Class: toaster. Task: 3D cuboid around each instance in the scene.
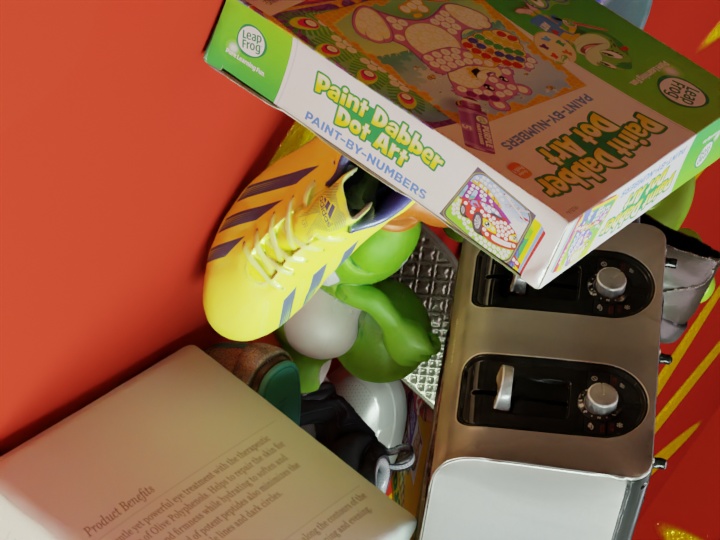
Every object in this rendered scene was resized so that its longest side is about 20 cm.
[{"bbox_3d":[0.098,0.091,1.366,0.200,0.118,0.181,98,2,-49],"label":"toaster"}]

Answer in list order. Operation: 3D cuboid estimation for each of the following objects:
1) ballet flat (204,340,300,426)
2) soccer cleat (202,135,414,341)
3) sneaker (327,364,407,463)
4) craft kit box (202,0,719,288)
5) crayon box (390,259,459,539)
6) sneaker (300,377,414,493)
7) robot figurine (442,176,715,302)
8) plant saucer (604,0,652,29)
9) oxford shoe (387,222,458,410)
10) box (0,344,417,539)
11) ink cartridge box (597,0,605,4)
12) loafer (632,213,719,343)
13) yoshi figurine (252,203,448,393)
[{"bbox_3d":[-0.068,0.130,1.451,0.068,0.067,0.201,-25,123,-51],"label":"ballet flat"},{"bbox_3d":[-0.019,-0.032,1.276,0.200,0.065,0.084,-45,-168,24],"label":"soccer cleat"},{"bbox_3d":[-0.046,0.151,1.641,0.200,0.074,0.116,-59,166,26],"label":"sneaker"},{"bbox_3d":[0.060,-0.091,1.196,0.200,0.197,0.049,-33,155,-52],"label":"craft kit box"},{"bbox_3d":[0.059,0.104,1.656,0.119,0.058,0.200,107,-16,-45],"label":"crayon box"},{"bbox_3d":[-0.054,0.149,1.524,0.200,0.114,0.076,-45,152,-29],"label":"sneaker"},{"bbox_3d":[0.135,-0.034,1.541,0.200,0.175,0.116,113,-13,-54],"label":"robot figurine"},{"bbox_3d":[0.135,-0.131,1.643,0.200,0.027,0.200,-48,163,-20],"label":"plant saucer"},{"bbox_3d":[0.051,0.041,1.534,0.075,0.200,0.058,-34,-160,9],"label":"oxford shoe"},{"bbox_3d":[-0.116,0.187,1.335,0.199,0.171,0.200,-32,155,-54],"label":"box"},{"bbox_3d":[0.085,-0.150,1.432,0.119,0.042,0.200,-54,162,8],"label":"ink cartridge box"},{"bbox_3d":[0.127,-0.043,1.419,0.071,0.200,0.073,-46,-157,16],"label":"loafer"},{"bbox_3d":[0.013,-0.003,1.425,0.112,0.112,0.200,-47,167,-44],"label":"yoshi figurine"}]
